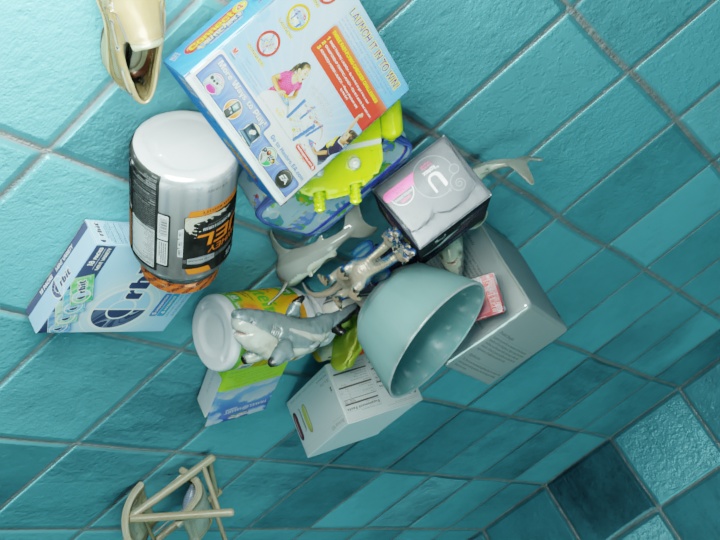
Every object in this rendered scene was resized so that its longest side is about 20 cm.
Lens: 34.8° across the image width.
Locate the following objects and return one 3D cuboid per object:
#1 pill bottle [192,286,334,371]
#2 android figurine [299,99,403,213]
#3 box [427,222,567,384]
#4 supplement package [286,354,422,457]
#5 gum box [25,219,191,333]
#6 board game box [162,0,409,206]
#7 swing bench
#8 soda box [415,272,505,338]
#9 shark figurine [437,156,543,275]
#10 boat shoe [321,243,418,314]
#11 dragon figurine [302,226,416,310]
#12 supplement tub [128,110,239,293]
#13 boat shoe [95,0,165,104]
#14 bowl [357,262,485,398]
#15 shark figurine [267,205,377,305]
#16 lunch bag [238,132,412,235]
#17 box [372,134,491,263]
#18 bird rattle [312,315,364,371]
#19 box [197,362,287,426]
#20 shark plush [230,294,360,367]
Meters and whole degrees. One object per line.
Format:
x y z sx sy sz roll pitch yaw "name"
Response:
-0.135 0.081 1.685 0.200 0.111 0.111 -6 144 -41 "pill bottle"
-0.038 -0.166 1.320 0.182 0.041 0.201 -12 112 -17 "android figurine"
0.195 0.049 1.873 0.171 0.200 0.199 -36 152 15 "box"
-0.014 0.231 2.022 0.155 0.111 0.200 -14 161 -30 "supplement package"
-0.299 0.012 1.472 0.200 0.045 0.170 3 137 -47 "gum box"
-0.072 -0.204 1.206 0.196 0.056 0.200 -43 133 -8 "board game box"
-0.337 0.459 2.111 0.200 0.130 0.199 -18 152 -13 "swing bench"
0.113 0.061 1.718 0.199 0.064 0.070 -16 175 3 "soda box"
0.164 -0.111 1.717 0.215 0.128 0.089 -53 174 14 "shark figurine"
0.013 0.010 1.732 0.200 0.093 0.075 -11 173 -43 "boat shoe"
0.000 0.000 1.545 0.099 0.059 0.200 -36 -176 -29 "dragon figurine"
-0.204 -0.073 1.320 0.122 0.123 0.200 -18 145 -24 "supplement tub"
-0.211 -0.241 1.097 0.072 0.076 0.200 -22 151 -18 "boat shoe"
0.071 0.067 1.603 0.201 0.105 0.201 -41 157 -22 "bowl"
-0.081 -0.033 1.578 0.128 0.090 0.214 -39 -177 -41 "shark figurine"
-0.040 -0.133 1.457 0.200 0.083 0.161 -39 156 17 "lunch bag"
0.097 -0.092 1.562 0.122 0.106 0.200 -38 174 -1 "box"
0.001 0.093 1.905 0.200 0.113 0.163 -24 168 -41 "bird rattle"
-0.187 0.168 1.851 0.122 0.048 0.200 -13 148 -31 "box"
-0.081 0.074 1.584 0.199 0.084 0.091 -12 -174 -21 "shark plush"
